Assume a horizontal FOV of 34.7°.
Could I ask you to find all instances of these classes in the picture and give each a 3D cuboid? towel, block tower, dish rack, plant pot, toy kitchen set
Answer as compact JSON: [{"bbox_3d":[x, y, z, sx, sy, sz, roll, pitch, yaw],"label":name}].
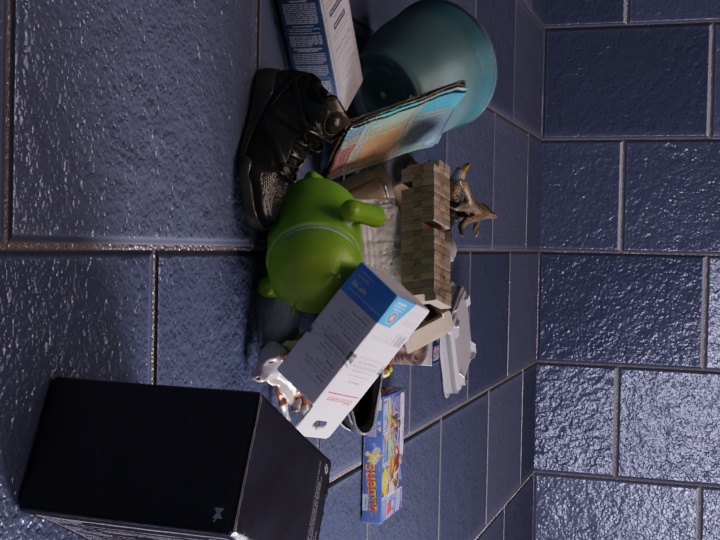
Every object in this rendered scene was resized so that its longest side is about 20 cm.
[{"bbox_3d":[0.000,0.000,1.582,0.034,0.131,0.203,166,-79,-68],"label":"towel"},{"bbox_3d":[0.090,-0.050,1.593,0.054,0.057,0.203,22,63,-57],"label":"block tower"},{"bbox_3d":[0.201,0.143,2.375,0.172,0.043,0.203,-61,147,-54],"label":"dish rack"},{"bbox_3d":[0.046,-0.189,1.589,0.022,0.198,0.147,58,-29,17],"label":"towel"},{"bbox_3d":[0.075,-0.282,1.718,0.188,0.198,0.203,-37,128,-48],"label":"plant pot"},{"bbox_3d":[0.082,-0.037,1.662,0.181,0.161,0.202,55,-13,45],"label":"toy kitchen set"}]

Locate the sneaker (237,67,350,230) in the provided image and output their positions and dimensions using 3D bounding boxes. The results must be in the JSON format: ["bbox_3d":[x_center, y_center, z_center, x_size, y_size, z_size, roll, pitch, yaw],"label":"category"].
[{"bbox_3d":[-0.078,-0.145,1.355,0.076,0.112,0.202,51,46,-61],"label":"sneaker"}]

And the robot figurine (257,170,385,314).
[{"bbox_3d":[-0.055,-0.032,1.388,0.115,0.175,0.201,38,27,-26],"label":"robot figurine"}]

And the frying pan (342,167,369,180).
[{"bbox_3d":[0.004,-0.151,1.758,0.115,0.030,0.192,68,32,-54],"label":"frying pan"}]

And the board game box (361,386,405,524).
[{"bbox_3d":[0.039,0.298,1.884,0.135,0.034,0.204,1,91,-73],"label":"board game box"}]

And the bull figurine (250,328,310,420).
[{"bbox_3d":[-0.078,0.133,1.455,0.200,0.064,0.123,-30,122,-68],"label":"bull figurine"}]

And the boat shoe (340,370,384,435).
[{"bbox_3d":[0.000,0.115,1.522,0.068,0.071,0.203,-165,-101,-67],"label":"boat shoe"}]

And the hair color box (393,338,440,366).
[{"bbox_3d":[0.079,0.051,1.885,0.060,0.098,0.204,-8,99,-73],"label":"hair color box"}]

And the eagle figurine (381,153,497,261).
[{"bbox_3d":[0.121,-0.120,1.850,0.150,0.199,0.154,-30,127,-37],"label":"eagle figurine"}]

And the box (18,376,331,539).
[{"bbox_3d":[-0.151,0.184,1.006,0.199,0.197,0.125,57,39,-61],"label":"box"}]

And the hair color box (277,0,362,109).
[{"bbox_3d":[-0.052,-0.309,1.478,0.101,0.060,0.202,-66,152,-49],"label":"hair color box"}]

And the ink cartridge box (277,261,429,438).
[{"bbox_3d":[-0.019,0.096,1.347,0.201,0.067,0.116,-51,157,6],"label":"ink cartridge box"}]

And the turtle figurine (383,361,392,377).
[{"bbox_3d":[-0.028,0.120,1.616,0.200,0.064,0.163,45,45,-39],"label":"turtle figurine"}]
